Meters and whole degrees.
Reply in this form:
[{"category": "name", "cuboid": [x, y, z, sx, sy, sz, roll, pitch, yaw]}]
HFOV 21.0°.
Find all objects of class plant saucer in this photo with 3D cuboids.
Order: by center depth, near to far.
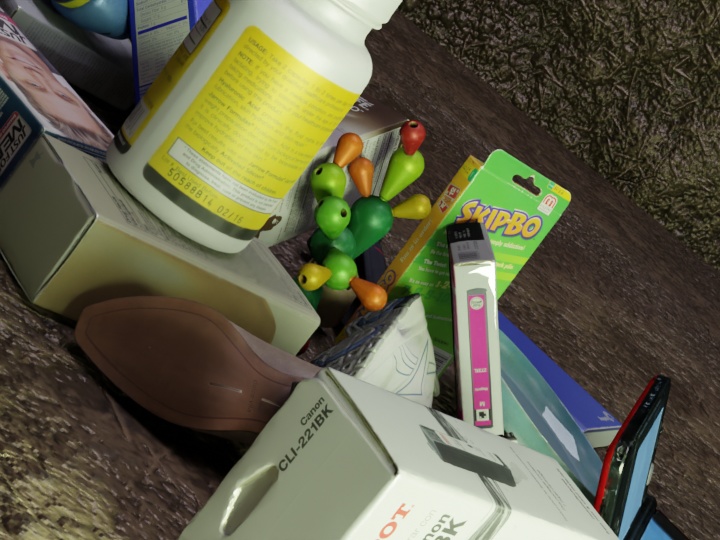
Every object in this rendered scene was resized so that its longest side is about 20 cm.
[{"category": "plant saucer", "cuboid": [0.144, 0.123, 1.585, 0.200, 0.027, 0.200, 50, 11, -13]}]

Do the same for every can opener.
[{"category": "can opener", "cuboid": [0.000, 0.000, 1.607, 0.079, 0.063, 0.200, 35, 13, -16]}]

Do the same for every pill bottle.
[{"category": "pill bottle", "cuboid": [-0.062, -0.119, 1.225, 0.111, 0.200, 0.111, 36, 13, -9]}]

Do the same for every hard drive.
[{"category": "hard drive", "cuboid": [0.147, 0.087, 1.792, 0.200, 0.025, 0.132, 44, 14, 19]}]

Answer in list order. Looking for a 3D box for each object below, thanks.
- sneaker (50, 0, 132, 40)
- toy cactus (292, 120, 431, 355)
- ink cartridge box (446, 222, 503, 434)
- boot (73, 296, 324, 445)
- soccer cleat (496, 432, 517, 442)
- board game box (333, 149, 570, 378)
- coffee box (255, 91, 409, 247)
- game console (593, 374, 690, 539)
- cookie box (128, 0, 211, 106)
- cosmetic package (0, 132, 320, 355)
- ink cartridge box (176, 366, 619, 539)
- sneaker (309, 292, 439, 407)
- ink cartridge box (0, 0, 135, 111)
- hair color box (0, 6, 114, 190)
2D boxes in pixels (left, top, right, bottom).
[{"category": "sneaker", "cuboid": [-0.245, -0.258, 1.643, 0.078, 0.066, 0.200, 43, 8, -45]}, {"category": "toy cactus", "cuboid": [-0.012, -0.007, 1.444, 0.102, 0.200, 0.165, 25, -27, 9]}, {"category": "ink cartridge box", "cuboid": [0.088, 0.073, 1.447, 0.037, 0.201, 0.095, -6, 18, 1]}, {"category": "boot", "cuboid": [-0.064, 0.077, 1.182, 0.199, 0.070, 0.146, 22, -7, 13]}, {"category": "soccer cleat", "cuboid": [0.051, 0.154, 1.251, 0.200, 0.068, 0.074, -8, 84, -60]}, {"category": "board game box", "cuboid": [0.072, 0.000, 1.501, 0.095, 0.200, 0.030, 28, 16, -38]}, {"category": "coffee box", "cuboid": [-0.073, -0.086, 1.471, 0.114, 0.080, 0.200, 33, 33, 25]}, {"category": "game console", "cuboid": [0.241, 0.194, 1.456, 0.118, 0.173, 0.200, 15, 17, 14]}, {"category": "cookie box", "cuboid": [-0.115, -0.173, 1.622, 0.171, 0.075, 0.201, 17, 65, -58]}, {"category": "cosmetic package", "cuboid": [-0.131, 0.000, 1.239, 0.200, 0.071, 0.105, 27, 17, -41]}, {"category": "ink cartridge box", "cuboid": [0.018, 0.149, 0.987, 0.200, 0.144, 0.084, 25, 19, -45]}, {"category": "sneaker", "cuboid": [0.018, 0.079, 1.383, 0.087, 0.074, 0.200, 64, 24, -5]}, {"category": "ink cartridge box", "cuboid": [-0.260, -0.216, 1.675, 0.200, 0.041, 0.200, 28, 18, -41]}, {"category": "hair color box", "cuboid": [-0.254, -0.125, 1.351, 0.200, 0.061, 0.100, 47, 16, 30]}]
